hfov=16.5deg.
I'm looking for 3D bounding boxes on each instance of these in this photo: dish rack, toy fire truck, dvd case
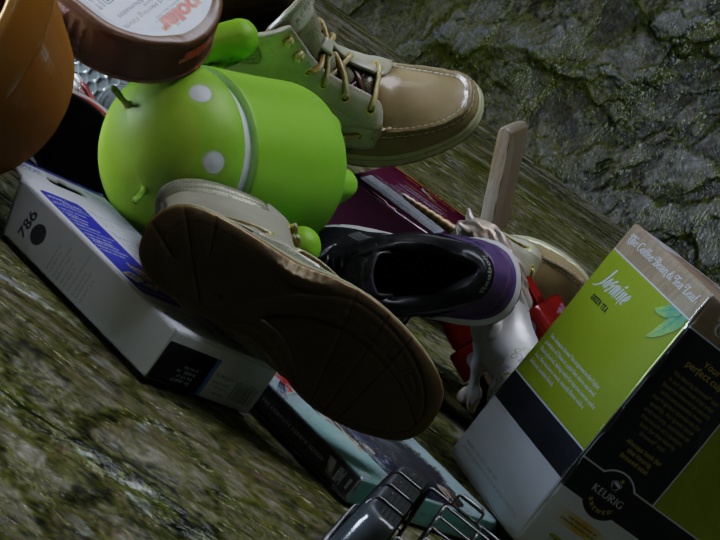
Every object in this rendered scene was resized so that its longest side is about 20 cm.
[{"bbox_3d":[0.073,0.182,1.303,0.200,0.055,0.153,37,11,4],"label":"dish rack"},{"bbox_3d":[0.112,0.004,1.874,0.201,0.128,0.176,60,13,3],"label":"toy fire truck"},{"bbox_3d":[-0.019,0.091,1.531,0.146,0.022,0.200,24,14,-49],"label":"dvd case"}]

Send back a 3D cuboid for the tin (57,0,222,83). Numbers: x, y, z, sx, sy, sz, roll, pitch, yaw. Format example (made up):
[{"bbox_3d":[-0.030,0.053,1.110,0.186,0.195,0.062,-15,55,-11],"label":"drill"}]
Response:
[{"bbox_3d":[-0.176,-0.195,1.557,0.200,0.042,0.112,37,51,10],"label":"tin"}]

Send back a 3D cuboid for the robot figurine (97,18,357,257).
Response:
[{"bbox_3d":[-0.089,-0.071,1.611,0.199,0.115,0.176,6,64,-53],"label":"robot figurine"}]

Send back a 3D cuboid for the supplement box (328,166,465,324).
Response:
[{"bbox_3d":[0.011,-0.009,1.864,0.085,0.111,0.200,35,10,5],"label":"supplement box"}]

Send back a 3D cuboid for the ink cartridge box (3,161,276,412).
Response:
[{"bbox_3d":[-0.142,0.006,1.480,0.099,0.039,0.200,24,15,-50],"label":"ink cartridge box"}]

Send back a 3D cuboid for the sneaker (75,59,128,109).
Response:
[{"bbox_3d":[-0.131,-0.094,1.859,0.202,0.077,0.146,44,21,1],"label":"sneaker"}]

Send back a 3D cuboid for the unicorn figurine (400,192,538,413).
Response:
[{"bbox_3d":[0.094,0.054,1.698,0.073,0.138,0.200,-13,47,-22],"label":"unicorn figurine"}]

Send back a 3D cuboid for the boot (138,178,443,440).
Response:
[{"bbox_3d":[-0.040,0.017,1.470,0.199,0.072,0.155,34,7,-8],"label":"boot"}]

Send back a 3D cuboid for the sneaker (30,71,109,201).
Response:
[{"bbox_3d":[-0.196,-0.096,1.718,0.201,0.067,0.108,35,11,23],"label":"sneaker"}]

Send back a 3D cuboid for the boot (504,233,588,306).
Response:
[{"bbox_3d":[0.125,0.011,2.177,0.199,0.072,0.155,22,12,-16],"label":"boot"}]

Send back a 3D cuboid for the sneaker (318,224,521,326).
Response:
[{"bbox_3d":[0.000,0.000,1.637,0.199,0.076,0.087,-4,-8,20],"label":"sneaker"}]

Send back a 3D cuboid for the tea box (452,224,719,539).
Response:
[{"bbox_3d":[0.204,0.117,1.579,0.200,0.197,0.134,37,7,-26],"label":"tea box"}]

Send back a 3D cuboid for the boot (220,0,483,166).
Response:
[{"bbox_3d":[-0.021,-0.143,1.717,0.199,0.072,0.155,1,-31,11],"label":"boot"}]

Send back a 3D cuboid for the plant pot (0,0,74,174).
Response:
[{"bbox_3d":[-0.254,-0.140,1.427,0.200,0.200,0.183,38,-5,21],"label":"plant pot"}]
